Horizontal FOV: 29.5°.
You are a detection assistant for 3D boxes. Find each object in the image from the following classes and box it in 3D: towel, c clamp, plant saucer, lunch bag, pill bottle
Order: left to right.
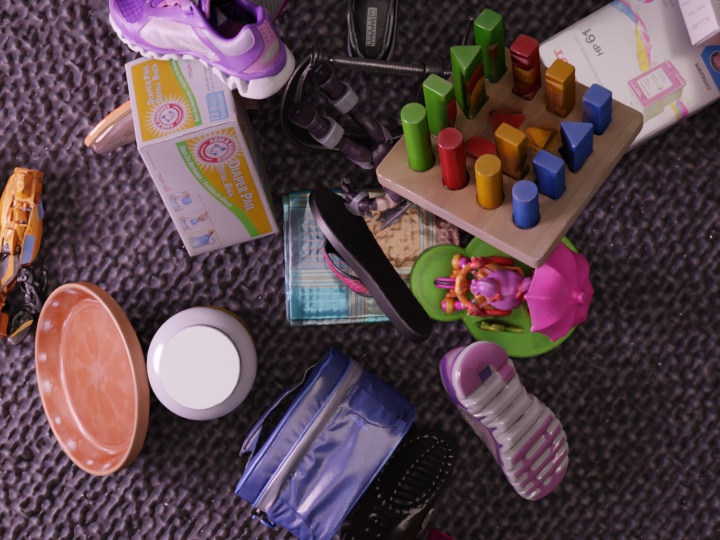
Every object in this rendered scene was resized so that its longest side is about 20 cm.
[{"bbox_3d":[-0.278,0.112,1.431,0.032,0.199,0.203,-11,89,-43],"label":"plant saucer"},{"bbox_3d":[-0.161,0.093,1.400,0.110,0.200,0.114,0,89,-5],"label":"pill bottle"},{"bbox_3d":[-0.047,0.186,1.433,0.132,0.136,0.201,36,92,1],"label":"lunch bag"},{"bbox_3d":[0.013,-0.017,1.490,0.197,0.022,0.149,-3,90,1],"label":"towel"},{"bbox_3d":[0.014,-0.196,1.448,0.197,0.027,0.173,0,126,-9],"label":"c clamp"}]

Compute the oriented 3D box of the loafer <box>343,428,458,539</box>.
[{"bbox_3d":[0.037,0.260,1.470,0.073,0.072,0.201,31,75,20],"label":"loafer"}]

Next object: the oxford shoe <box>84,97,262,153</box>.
[{"bbox_3d":[-0.200,-0.163,1.471,0.198,0.071,0.074,-25,93,0],"label":"oxford shoe"}]

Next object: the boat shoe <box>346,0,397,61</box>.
[{"bbox_3d":[0.009,-0.318,1.468,0.072,0.068,0.203,6,90,1],"label":"boat shoe"}]

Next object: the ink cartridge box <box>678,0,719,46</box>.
[{"bbox_3d":[0.419,-0.246,1.406,0.198,0.045,0.179,-8,77,-36],"label":"ink cartridge box"}]

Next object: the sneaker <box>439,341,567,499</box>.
[{"bbox_3d":[0.148,0.154,1.456,0.080,0.088,0.201,-40,111,-17],"label":"sneaker"}]

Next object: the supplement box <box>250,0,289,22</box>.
[{"bbox_3d":[-0.126,-0.313,1.424,0.103,0.101,0.201,30,74,10],"label":"supplement box"}]

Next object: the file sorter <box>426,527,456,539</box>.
[{"bbox_3d":[0.107,0.373,1.399,0.138,0.200,0.127,27,93,1],"label":"file sorter"}]

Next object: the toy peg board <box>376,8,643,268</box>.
[{"bbox_3d":[0.144,-0.143,1.337,0.198,0.098,0.201,30,69,24],"label":"toy peg board"}]

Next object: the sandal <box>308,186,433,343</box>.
[{"bbox_3d":[0.000,0.000,1.447,0.045,0.075,0.201,-38,85,31],"label":"sandal"}]

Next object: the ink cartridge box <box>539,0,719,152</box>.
[{"bbox_3d":[0.296,-0.216,1.455,0.198,0.085,0.146,-30,89,2],"label":"ink cartridge box"}]

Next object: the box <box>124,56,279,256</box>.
[{"bbox_3d":[-0.159,-0.122,1.391,0.100,0.201,0.114,-15,57,1],"label":"box"}]

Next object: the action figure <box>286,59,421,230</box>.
[{"bbox_3d":[0.015,-0.128,1.427,0.200,0.069,0.131,40,84,-31],"label":"action figure"}]

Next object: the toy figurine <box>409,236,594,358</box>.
[{"bbox_3d":[0.158,0.015,1.396,0.197,0.184,0.153,5,89,-5],"label":"toy figurine"}]

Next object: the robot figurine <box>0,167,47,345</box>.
[{"bbox_3d":[-0.409,-0.015,1.478,0.143,0.058,0.203,8,89,2],"label":"robot figurine"}]

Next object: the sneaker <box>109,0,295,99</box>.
[{"bbox_3d":[-0.154,-0.240,1.291,0.198,0.089,0.081,24,65,19],"label":"sneaker"}]
